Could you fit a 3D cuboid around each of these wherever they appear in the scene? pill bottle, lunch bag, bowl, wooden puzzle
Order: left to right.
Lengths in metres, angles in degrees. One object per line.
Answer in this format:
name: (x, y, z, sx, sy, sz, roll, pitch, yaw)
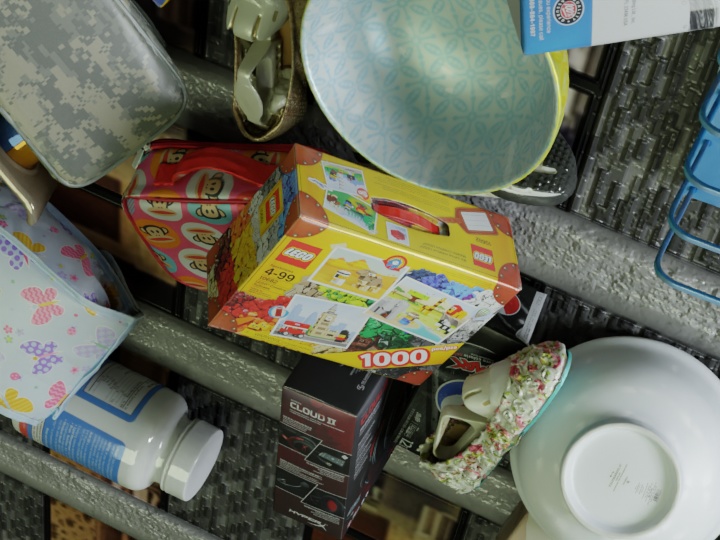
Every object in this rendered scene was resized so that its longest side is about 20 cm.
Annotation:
wooden puzzle: (-0.305, -0.158, 1.341, 0.046, 0.185, 0.200, -28, 111, 13)
lunch bag: (-0.331, 0.032, 1.527, 0.200, 0.127, 0.170, 42, 113, -1)
lunch bag: (-0.249, -0.192, 1.262, 0.200, 0.139, 0.168, 53, 178, -33)
pill bottle: (-0.249, 0.159, 1.629, 0.200, 0.112, 0.112, 26, 138, 11)
lunch bag: (-0.098, -0.048, 1.331, 0.200, 0.082, 0.176, 5, 150, 25)
bowl: (0.067, -0.165, 1.130, 0.200, 0.108, 0.200, 17, 135, 18)
bowl: (0.214, 0.160, 1.279, 0.201, 0.090, 0.201, 2, 99, 14)

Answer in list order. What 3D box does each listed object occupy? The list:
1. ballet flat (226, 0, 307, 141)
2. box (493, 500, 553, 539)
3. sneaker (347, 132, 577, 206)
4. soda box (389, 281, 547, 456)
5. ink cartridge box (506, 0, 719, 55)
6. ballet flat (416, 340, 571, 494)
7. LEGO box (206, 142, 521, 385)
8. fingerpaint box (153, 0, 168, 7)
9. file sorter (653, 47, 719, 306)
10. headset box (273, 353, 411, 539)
ballet flat: (-0.074, -0.182, 1.236, 0.070, 0.065, 0.200, 17, 135, 22)
box: (0.181, 0.236, 1.440, 0.078, 0.095, 0.200, 31, 137, 5)
sneaker: (0.077, -0.093, 1.232, 0.200, 0.074, 0.080, 21, 151, 21)
soda box: (0.092, 0.088, 1.375, 0.063, 0.071, 0.200, 26, 138, 1)
ink cartridge box: (0.187, -0.223, 0.950, 0.200, 0.084, 0.145, -8, 135, -1)
ballet flat: (0.103, 0.121, 1.297, 0.064, 0.076, 0.200, 22, 135, -9)
LEGO box: (0.000, 0.000, 1.235, 0.200, 0.077, 0.149, 17, 136, -27)
fingerpaint box: (-0.163, -0.323, 1.158, 0.200, 0.073, 0.167, 44, 137, -9)
file sorter: (0.290, -0.075, 1.061, 0.139, 0.123, 0.200, 22, 137, 15)
headset box: (-0.011, 0.118, 1.411, 0.075, 0.149, 0.200, 21, 136, 14)
